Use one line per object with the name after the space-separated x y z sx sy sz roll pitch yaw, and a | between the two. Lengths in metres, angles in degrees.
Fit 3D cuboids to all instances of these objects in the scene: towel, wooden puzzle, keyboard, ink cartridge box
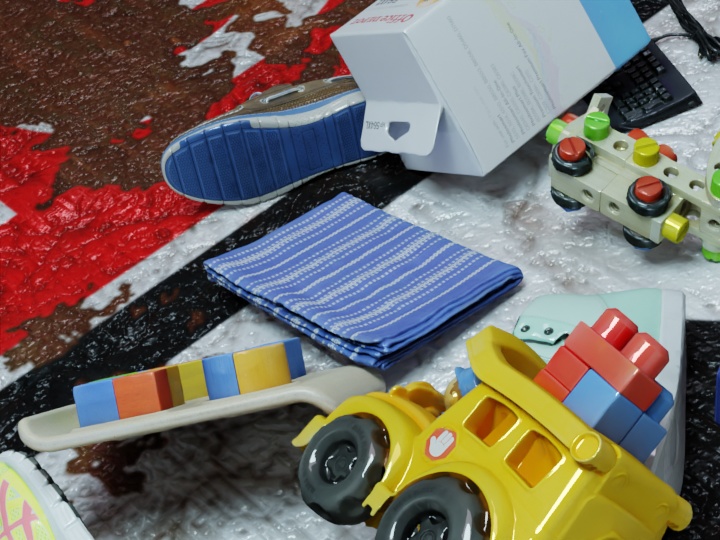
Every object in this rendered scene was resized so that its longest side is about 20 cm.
0.000 0.000 1.256 0.144 0.024 0.199 -29 36 -31 | towel
-0.095 0.074 1.125 0.198 0.047 0.185 -7 -1 11 | wooden puzzle
0.219 -0.182 1.412 0.126 0.021 0.201 -22 39 -4 | keyboard
0.086 -0.165 1.324 0.200 0.126 0.128 -38 20 -19 | ink cartridge box

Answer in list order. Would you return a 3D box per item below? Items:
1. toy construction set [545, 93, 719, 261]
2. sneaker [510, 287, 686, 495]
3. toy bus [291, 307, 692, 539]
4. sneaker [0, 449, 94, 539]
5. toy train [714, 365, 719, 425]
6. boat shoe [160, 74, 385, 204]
0.205 -0.076 1.227 0.199 0.093 0.131 21 52 39 | toy construction set
0.137 0.081 1.076 0.117 0.074 0.201 0 31 12 | sneaker
0.083 0.099 0.973 0.193 0.135 0.200 -55 41 2 | toy bus
-0.205 0.185 1.090 0.090 0.079 0.200 -34 41 -16 | sneaker
0.305 0.031 1.073 0.115 0.085 0.200 24 53 28 | toy train
-0.063 -0.107 1.403 0.198 0.073 0.073 -12 32 -9 | boat shoe
